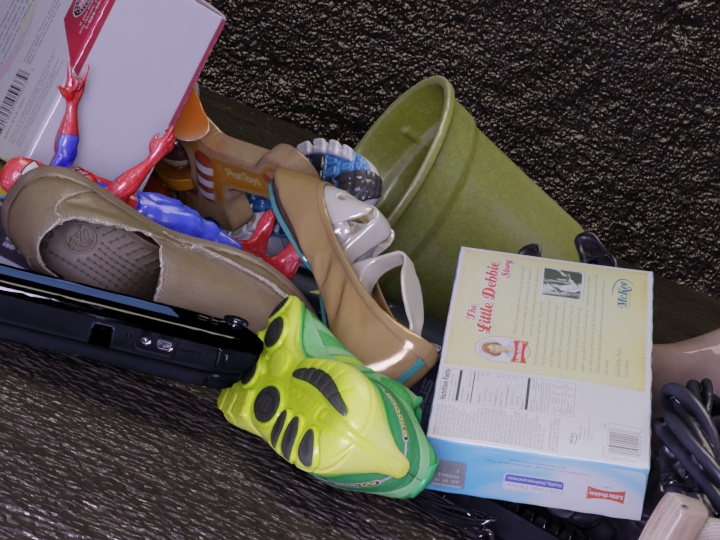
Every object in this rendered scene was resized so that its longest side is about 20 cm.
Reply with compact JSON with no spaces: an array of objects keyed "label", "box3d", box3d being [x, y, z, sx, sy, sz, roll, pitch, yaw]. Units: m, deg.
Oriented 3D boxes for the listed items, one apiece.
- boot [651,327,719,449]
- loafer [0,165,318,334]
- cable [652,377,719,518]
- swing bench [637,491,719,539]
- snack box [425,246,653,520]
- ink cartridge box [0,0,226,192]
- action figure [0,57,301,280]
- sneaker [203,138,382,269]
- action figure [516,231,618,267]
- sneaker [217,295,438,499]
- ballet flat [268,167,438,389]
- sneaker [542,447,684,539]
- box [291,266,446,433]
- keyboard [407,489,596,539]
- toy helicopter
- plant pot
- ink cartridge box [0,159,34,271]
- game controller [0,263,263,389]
[{"label":"boot","box3d":[0.177,0.068,1.217,0.146,0.200,0.070,24,31,-41]},{"label":"loafer","box3d":[-0.111,0.014,1.123,0.199,0.076,0.068,25,18,-17]},{"label":"cable","box3d":[0.216,0.135,1.028,0.163,0.051,0.201,25,33,-32]},{"label":"swing bench","box3d":[0.210,0.183,0.700,0.198,0.130,0.200,18,4,-34]},{"label":"snack box","box3d":[0.101,0.056,1.101,0.115,0.037,0.200,8,31,5]},{"label":"ink cartridge box","box3d":[-0.190,-0.133,1.306,0.083,0.146,0.200,26,0,-33]},{"label":"action figure","box3d":[-0.119,-0.060,1.198,0.199,0.100,0.065,10,11,-37]},{"label":"sneaker","box3d":[-0.042,-0.030,1.410,0.086,0.075,0.200,32,-31,-30]},{"label":"action figure","box3d":[0.152,0.068,1.447,0.118,0.102,0.201,-2,-41,14]},{"label":"sneaker","box3d":[-0.017,0.073,1.034,0.083,0.074,0.200,36,3,-22]},{"label":"ballet flat","box3d":[0.000,0.000,1.167,0.069,0.063,0.201,45,17,-44]},{"label":"sneaker","box3d":[0.172,0.126,1.169,0.113,0.076,0.200,27,8,10]},{"label":"box","box3d":[-0.004,0.047,1.279,0.157,0.051,0.200,21,6,10]},{"label":"keyboard","box3d":[0.058,0.121,1.082,0.199,0.021,0.127,27,8,29]},{"label":"toy helicopter","box3d":[-0.094,-0.082,1.323,0.200,0.079,0.133,18,-44,49]},{"label":"plant pot","box3d":[0.082,-0.028,1.666,0.184,0.201,0.200,33,4,-18]},{"label":"ink cartridge box","box3d":[-0.216,-0.038,1.275,0.197,0.047,0.200,25,9,15]},{"label":"game controller","box3d":[-0.149,0.016,1.021,0.199,0.042,0.104,15,10,-12]}]
